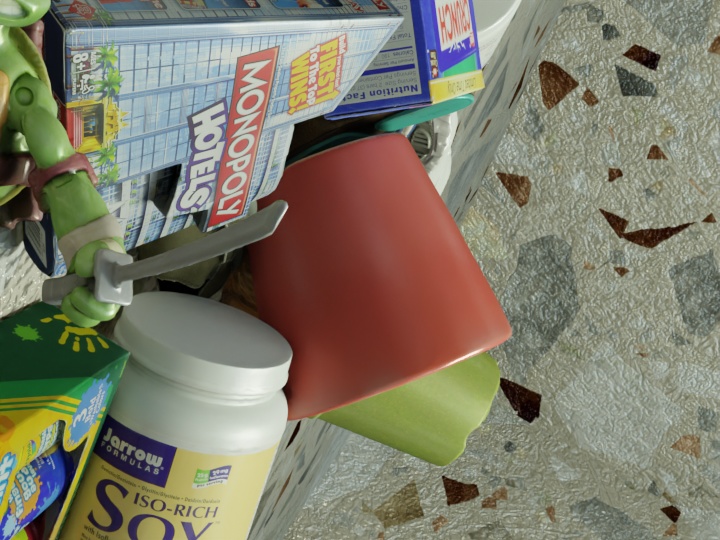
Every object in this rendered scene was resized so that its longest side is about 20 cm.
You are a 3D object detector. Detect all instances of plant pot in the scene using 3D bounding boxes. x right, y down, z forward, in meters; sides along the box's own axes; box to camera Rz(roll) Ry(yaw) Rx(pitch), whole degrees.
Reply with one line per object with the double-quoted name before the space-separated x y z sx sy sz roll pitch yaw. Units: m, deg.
"plant pot" 0.000 0.000 0.807 0.199 0.179 0.200 -19 178 -1
"plant pot" 0.034 0.099 1.043 0.201 0.189 0.200 -59 -175 9

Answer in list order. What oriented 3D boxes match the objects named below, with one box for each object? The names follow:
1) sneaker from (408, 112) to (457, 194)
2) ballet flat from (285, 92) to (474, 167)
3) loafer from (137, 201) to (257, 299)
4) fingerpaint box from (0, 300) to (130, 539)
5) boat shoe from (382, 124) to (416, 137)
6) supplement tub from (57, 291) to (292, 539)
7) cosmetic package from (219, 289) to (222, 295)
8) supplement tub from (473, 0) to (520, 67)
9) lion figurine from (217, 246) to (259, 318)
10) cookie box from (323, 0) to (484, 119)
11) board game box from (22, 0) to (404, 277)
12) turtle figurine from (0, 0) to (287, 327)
"sneaker" 0.055 -0.118 0.996 0.100 0.077 0.201 -52 165 -42
"ballet flat" 0.000 -0.135 0.828 0.199 0.073 0.068 -22 167 33
"loafer" -0.121 -0.021 0.746 0.070 0.075 0.200 -62 172 -22
"fingerpaint box" -0.233 0.140 0.607 0.201 0.073 0.167 -65 171 20
"boat shoe" 0.001 -0.122 0.902 0.200 0.072 0.072 -52 -177 37
"supplement tub" -0.135 0.132 0.735 0.145 0.144 0.202 -33 144 -72
"cosmetic package" -0.056 -0.035 1.061 0.201 0.084 0.108 -62 175 -6
"supplement tub" 0.073 -0.245 0.920 0.133 0.131 0.200 -61 178 -1
"lion figurine" -0.118 0.049 0.918 0.200 0.122 0.073 -40 -142 10
"cookie box" 0.021 -0.208 0.669 0.171 0.074 0.202 -38 122 -69
"board game box" -0.080 -0.090 0.553 0.199 0.062 0.201 -23 151 -30
"turtle figurine" -0.159 -0.012 0.352 0.143 0.200 0.195 3 126 -42
